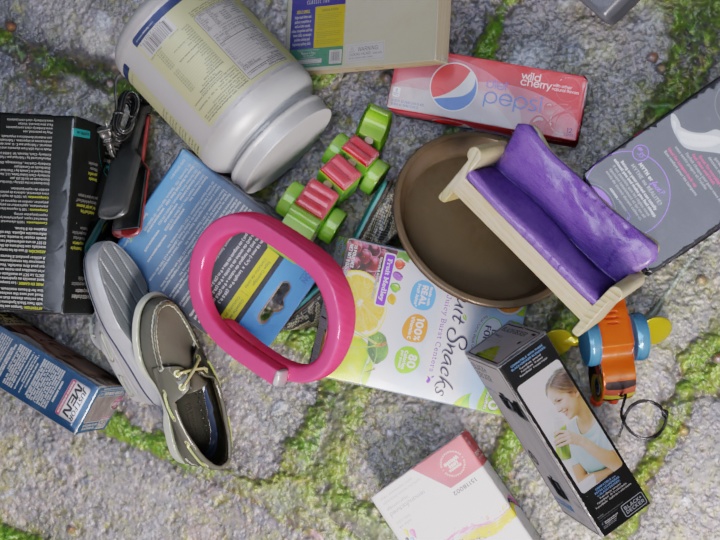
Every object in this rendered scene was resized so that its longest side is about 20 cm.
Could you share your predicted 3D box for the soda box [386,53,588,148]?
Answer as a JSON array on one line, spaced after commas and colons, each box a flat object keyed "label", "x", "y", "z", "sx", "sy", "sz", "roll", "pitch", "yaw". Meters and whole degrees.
[{"label": "soda box", "x": 0.132, "y": -0.179, "z": 1.405, "sx": 0.198, "sy": 0.063, "sz": 0.071, "roll": 11, "pitch": 90, "yaw": 10}]

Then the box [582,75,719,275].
[{"label": "box", "x": 0.332, "y": -0.099, "z": 1.348, "sx": 0.199, "sy": 0.106, "sz": 0.123, "roll": -35, "pitch": 83, "yaw": 7}]

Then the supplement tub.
[{"label": "supplement tub", "x": -0.141, "y": -0.193, "z": 1.408, "sx": 0.145, "sy": 0.145, "sz": 0.200, "roll": -44, "pitch": 83, "yaw": 5}]

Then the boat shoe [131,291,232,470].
[{"label": "boat shoe", "x": -0.179, "y": 0.116, "z": 1.407, "sx": 0.060, "sy": 0.072, "sz": 0.203, "roll": 12, "pitch": 124, "yaw": 44}]

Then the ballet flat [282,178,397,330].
[{"label": "ballet flat", "x": 0.000, "y": 0.000, "z": 1.424, "sx": 0.075, "sy": 0.068, "sz": 0.200, "roll": 37, "pitch": 92, "yaw": -6}]

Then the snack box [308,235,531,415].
[{"label": "snack box", "x": 0.061, "y": 0.055, "z": 1.384, "sx": 0.199, "sy": 0.053, "sz": 0.143, "roll": 13, "pitch": 92, "yaw": -12}]

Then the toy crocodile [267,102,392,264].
[{"label": "toy crocodile", "x": -0.027, "y": -0.089, "z": 1.403, "sx": 0.067, "sy": 0.062, "sz": 0.200, "roll": 36, "pitch": 64, "yaw": 7}]

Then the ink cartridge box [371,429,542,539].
[{"label": "ink cartridge box", "x": 0.116, "y": 0.279, "z": 1.391, "sx": 0.116, "sy": 0.067, "sz": 0.201, "roll": -36, "pitch": 83, "yaw": 7}]

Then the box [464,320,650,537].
[{"label": "box", "x": 0.190, "y": 0.152, "z": 1.332, "sx": 0.060, "sy": 0.117, "sz": 0.201, "roll": -33, "pitch": 100, "yaw": -8}]

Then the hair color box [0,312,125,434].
[{"label": "hair color box", "x": -0.356, "y": 0.097, "z": 1.457, "sx": 0.199, "sy": 0.100, "sz": 0.061, "roll": 31, "pitch": 92, "yaw": 8}]

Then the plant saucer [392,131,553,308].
[{"label": "plant saucer", "x": 0.125, "y": -0.048, "z": 1.374, "sx": 0.198, "sy": 0.030, "sz": 0.201, "roll": 7, "pitch": 62, "yaw": -12}]

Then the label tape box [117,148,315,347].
[{"label": "label tape box", "x": -0.144, "y": -0.012, "z": 1.444, "sx": 0.200, "sy": 0.063, "sz": 0.145, "roll": 37, "pitch": 95, "yaw": 8}]

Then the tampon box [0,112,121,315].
[{"label": "tampon box", "x": -0.336, "y": -0.056, "z": 1.432, "sx": 0.125, "sy": 0.150, "sz": 0.202, "roll": 4, "pitch": 89, "yaw": 10}]

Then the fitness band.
[{"label": "fitness band", "x": -0.091, "y": 0.027, "z": 1.345, "sx": 0.199, "sy": 0.037, "sz": 0.144, "roll": 32, "pitch": 115, "yaw": 29}]

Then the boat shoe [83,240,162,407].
[{"label": "boat shoe", "x": -0.252, "y": 0.064, "z": 1.422, "sx": 0.066, "sy": 0.074, "sz": 0.201, "roll": -7, "pitch": 116, "yaw": 27}]

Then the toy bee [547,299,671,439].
[{"label": "toy bee", "x": 0.242, "y": 0.087, "z": 1.368, "sx": 0.130, "sy": 0.109, "sz": 0.201, "roll": 13, "pitch": 62, "yaw": 3}]

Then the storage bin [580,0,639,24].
[{"label": "storage bin", "x": 0.236, "y": -0.347, "z": 1.363, "sx": 0.200, "sy": 0.145, "sz": 0.135, "roll": 43, "pitch": 105, "yaw": 8}]

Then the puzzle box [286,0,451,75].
[{"label": "puzzle box", "x": 0.006, "y": -0.273, "z": 1.402, "sx": 0.199, "sy": 0.025, "sz": 0.134, "roll": 3, "pitch": 89, "yaw": 38}]

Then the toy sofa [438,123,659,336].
[{"label": "toy sofa", "x": 0.181, "y": -0.044, "z": 1.295, "sx": 0.200, "sy": 0.083, "sz": 0.098, "roll": 46, "pitch": 117, "yaw": 13}]

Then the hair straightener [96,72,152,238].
[{"label": "hair straightener", "x": -0.242, "y": -0.138, "z": 1.430, "sx": 0.041, "sy": 0.077, "sz": 0.201, "roll": -1, "pitch": 61, "yaw": 19}]
